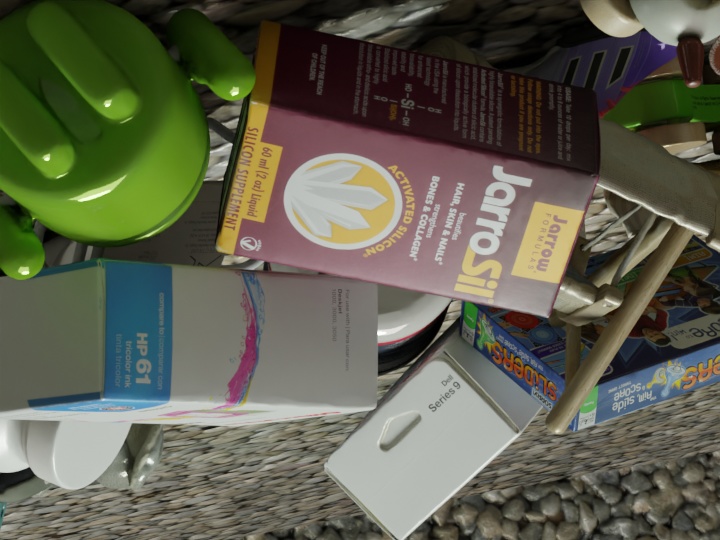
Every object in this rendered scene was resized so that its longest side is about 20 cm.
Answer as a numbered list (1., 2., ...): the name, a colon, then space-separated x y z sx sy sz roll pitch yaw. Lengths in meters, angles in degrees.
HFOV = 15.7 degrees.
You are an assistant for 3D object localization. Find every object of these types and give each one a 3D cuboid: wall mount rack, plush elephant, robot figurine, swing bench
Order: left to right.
1. plush elephant: -0.225 0.116 2.128 0.200 0.155 0.165 -11 168 -8
2. robot figurine: -0.146 -0.079 1.417 0.175 0.116 0.200 -43 167 -2
3. wall mount rack: -0.148 -0.011 1.641 0.200 0.174 0.075 -2 -154 -44
4. swing bench: 0.097 -0.035 1.635 0.199 0.130 0.200 26 126 -16

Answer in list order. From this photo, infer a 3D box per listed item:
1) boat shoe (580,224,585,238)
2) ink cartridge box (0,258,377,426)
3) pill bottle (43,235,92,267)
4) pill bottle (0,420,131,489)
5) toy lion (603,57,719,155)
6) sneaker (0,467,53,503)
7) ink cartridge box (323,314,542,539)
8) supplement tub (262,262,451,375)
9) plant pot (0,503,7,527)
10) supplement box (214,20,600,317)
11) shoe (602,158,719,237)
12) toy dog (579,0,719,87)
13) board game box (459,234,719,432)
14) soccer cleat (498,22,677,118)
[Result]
1. boat shoe: 0.118 -0.043 1.920 0.068 0.072 0.200 -7 -166 -8
2. ink cartridge box: -0.108 0.045 1.541 0.200 0.085 0.144 3 172 -39
3. pill bottle: -0.203 0.038 1.886 0.119 0.120 0.200 -8 167 -26
4. pill bottle: -0.257 0.068 1.765 0.200 0.117 0.116 22 -177 24
5. toy lion: 0.178 -0.100 1.812 0.191 0.069 0.200 -12 176 31
6. sneaker: -0.284 0.100 1.858 0.199 0.076 0.114 16 154 51
7. ink cartridge box: 0.077 0.090 1.909 0.145 0.088 0.200 -46 177 31
8. supplement tub: 0.000 0.000 1.883 0.140 0.141 0.200 -12 168 -7
9. plant pot: -0.378 0.163 2.038 0.200 0.142 0.141 13 168 2
10. supplement box: 0.027 -0.057 1.485 0.200 0.086 0.111 11 128 -5
11. shoe: 0.226 -0.050 1.834 0.070 0.054 0.200 -5 -178 -16
12. toy dog: 0.229 -0.154 1.532 0.200 0.097 0.132 -9 168 -19
13. board game box: 0.188 0.038 1.807 0.200 0.135 0.035 -16 126 -29
14. soccer cleat: 0.133 -0.109 1.688 0.200 0.073 0.068 -21 167 33
